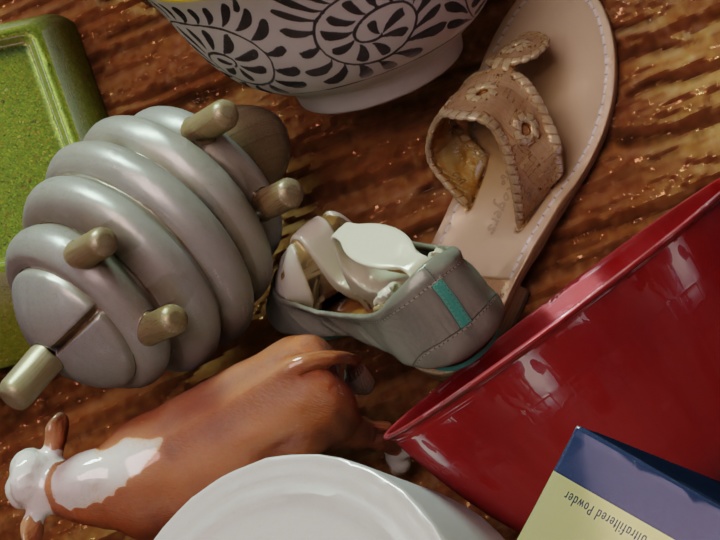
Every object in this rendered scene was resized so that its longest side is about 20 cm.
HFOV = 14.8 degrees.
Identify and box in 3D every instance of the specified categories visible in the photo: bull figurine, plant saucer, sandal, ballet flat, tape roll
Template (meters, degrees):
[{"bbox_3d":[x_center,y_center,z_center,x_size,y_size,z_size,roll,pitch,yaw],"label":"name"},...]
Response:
[{"bbox_3d":[-0.074,0.091,1.331,0.199,0.121,0.066,-24,62,25],"label":"bull figurine"},{"bbox_3d":[-0.214,-0.045,1.427,0.199,0.048,0.201,-14,64,-16],"label":"plant saucer"},{"bbox_3d":[0.064,-0.053,1.340,0.077,0.070,0.213,16,82,29],"label":"sandal"},{"bbox_3d":[0.000,0.000,1.311,0.067,0.064,0.200,-44,24,-16],"label":"ballet flat"},{"bbox_3d":[-0.016,0.184,1.196,0.201,0.071,0.204,-12,68,32],"label":"tape roll"}]

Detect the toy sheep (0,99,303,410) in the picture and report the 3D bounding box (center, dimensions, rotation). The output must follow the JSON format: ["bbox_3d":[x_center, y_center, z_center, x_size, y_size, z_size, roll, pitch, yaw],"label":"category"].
[{"bbox_3d":[-0.105,-0.009,1.334,0.138,0.138,0.200,30,59,30],"label":"toy sheep"}]

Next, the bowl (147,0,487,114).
[{"bbox_3d":[-0.004,-0.139,1.368,0.200,0.095,0.201,-18,23,8],"label":"bowl"}]

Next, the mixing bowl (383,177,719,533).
[{"bbox_3d":[0.119,0.057,1.228,0.200,0.200,0.109,-36,89,12],"label":"mixing bowl"}]

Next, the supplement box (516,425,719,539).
[{"bbox_3d":[0.124,0.191,1.071,0.134,0.200,0.201,28,92,28],"label":"supplement box"}]

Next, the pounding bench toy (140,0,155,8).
[{"bbox_3d":[-0.168,-0.241,1.437,0.155,0.200,0.125,23,86,31],"label":"pounding bench toy"}]
